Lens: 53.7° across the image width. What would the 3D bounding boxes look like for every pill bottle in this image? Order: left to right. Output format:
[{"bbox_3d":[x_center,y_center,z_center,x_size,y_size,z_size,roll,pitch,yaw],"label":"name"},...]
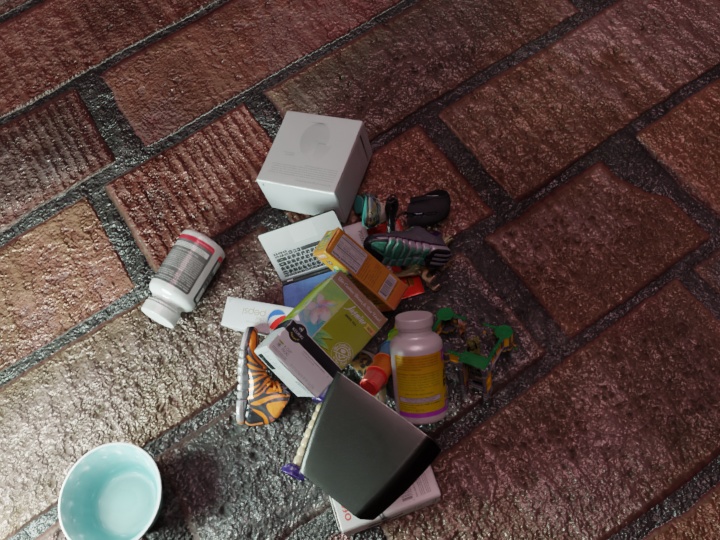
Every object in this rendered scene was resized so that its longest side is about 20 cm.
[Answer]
[{"bbox_3d":[-0.391,0.020,1.558,0.110,0.111,0.202,22,68,15],"label":"pill bottle"},{"bbox_3d":[0.111,0.184,1.365,0.103,0.104,0.203,-5,101,2],"label":"pill bottle"}]

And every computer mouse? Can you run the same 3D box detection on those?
[{"bbox_3d":[0.135,-0.102,1.573,0.198,0.142,0.046,-11,25,-38],"label":"computer mouse"}]

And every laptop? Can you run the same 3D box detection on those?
[{"bbox_3d":[-0.107,0.006,1.512,0.185,0.202,0.116,-17,29,16],"label":"laptop"}]

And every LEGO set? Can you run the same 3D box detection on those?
[{"bbox_3d":[0.215,0.176,1.449,0.197,0.117,0.154,10,46,23],"label":"LEGO set"}]

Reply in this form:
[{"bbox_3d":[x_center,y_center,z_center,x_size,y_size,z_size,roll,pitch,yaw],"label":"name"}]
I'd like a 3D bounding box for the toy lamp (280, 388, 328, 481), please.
[{"bbox_3d":[-0.095,0.316,1.424,0.058,0.058,0.202,20,71,14],"label":"toy lamp"}]

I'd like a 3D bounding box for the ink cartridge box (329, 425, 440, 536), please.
[{"bbox_3d":[0.036,0.399,1.356,0.197,0.084,0.146,-18,64,-5],"label":"ink cartridge box"}]

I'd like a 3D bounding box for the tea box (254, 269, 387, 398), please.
[{"bbox_3d":[-0.080,0.123,1.337,0.134,0.200,0.197,44,74,-5],"label":"tea box"}]

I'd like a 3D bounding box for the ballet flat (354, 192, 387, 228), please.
[{"bbox_3d":[0.030,-0.135,1.566,0.073,0.200,0.075,-2,108,-6],"label":"ballet flat"}]

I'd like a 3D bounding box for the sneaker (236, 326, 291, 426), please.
[{"bbox_3d":[-0.194,0.216,1.457,0.110,0.078,0.203,2,93,-3],"label":"sneaker"}]

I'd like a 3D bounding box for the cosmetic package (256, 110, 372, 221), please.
[{"bbox_3d":[-0.102,-0.240,1.638,0.197,0.123,0.202,12,64,20],"label":"cosmetic package"}]

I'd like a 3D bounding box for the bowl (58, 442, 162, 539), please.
[{"bbox_3d":[-0.463,0.444,1.367,0.198,0.105,0.203,-2,64,3],"label":"bowl"}]

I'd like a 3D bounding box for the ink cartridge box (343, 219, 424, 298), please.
[{"bbox_3d":[0.032,-0.018,1.577,0.171,0.044,0.202,-17,64,-2],"label":"ink cartridge box"}]

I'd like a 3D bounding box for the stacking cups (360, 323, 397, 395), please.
[{"bbox_3d":[0.062,0.173,1.424,0.060,0.061,0.200,20,39,14],"label":"stacking cups"}]

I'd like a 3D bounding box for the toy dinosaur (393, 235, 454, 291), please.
[{"bbox_3d":[0.137,-0.002,1.560,0.198,0.059,0.101,-28,53,-20],"label":"toy dinosaur"}]

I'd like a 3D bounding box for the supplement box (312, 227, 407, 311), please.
[{"bbox_3d":[0.000,0.000,1.456,0.200,0.066,0.069,42,68,-17],"label":"supplement box"}]

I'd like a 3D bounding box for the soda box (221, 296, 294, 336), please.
[{"bbox_3d":[-0.189,0.106,1.499,0.197,0.068,0.065,8,78,21],"label":"soda box"}]

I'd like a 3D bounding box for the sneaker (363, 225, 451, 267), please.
[{"bbox_3d":[0.092,-0.059,1.505,0.197,0.075,0.088,9,44,-23],"label":"sneaker"}]

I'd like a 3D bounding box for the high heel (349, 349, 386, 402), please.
[{"bbox_3d":[-0.025,0.207,1.477,0.141,0.071,0.203,-19,73,16],"label":"high heel"}]

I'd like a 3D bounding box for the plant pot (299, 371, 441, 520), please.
[{"bbox_3d":[0.007,0.323,1.252,0.198,0.200,0.178,32,81,20],"label":"plant pot"}]
